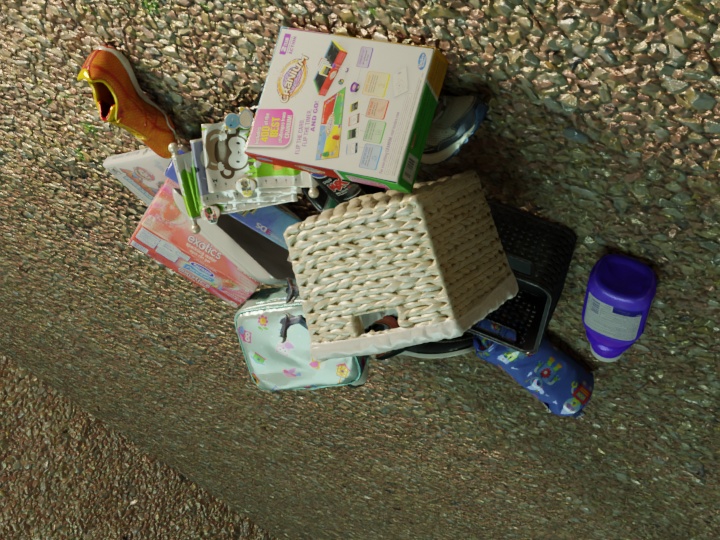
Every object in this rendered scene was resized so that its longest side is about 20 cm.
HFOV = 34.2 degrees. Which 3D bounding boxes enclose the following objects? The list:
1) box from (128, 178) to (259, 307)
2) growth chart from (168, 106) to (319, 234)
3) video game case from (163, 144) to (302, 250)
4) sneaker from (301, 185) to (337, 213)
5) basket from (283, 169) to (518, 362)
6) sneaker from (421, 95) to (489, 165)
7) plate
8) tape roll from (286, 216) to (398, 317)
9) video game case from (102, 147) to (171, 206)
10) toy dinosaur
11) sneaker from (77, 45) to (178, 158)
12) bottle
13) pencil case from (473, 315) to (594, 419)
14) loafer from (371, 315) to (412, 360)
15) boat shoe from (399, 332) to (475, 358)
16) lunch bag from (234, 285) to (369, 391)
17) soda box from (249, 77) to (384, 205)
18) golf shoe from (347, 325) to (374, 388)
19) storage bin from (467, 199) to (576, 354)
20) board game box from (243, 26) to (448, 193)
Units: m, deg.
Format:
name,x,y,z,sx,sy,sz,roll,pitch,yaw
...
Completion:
name,x,y,z,sx,sy,sz,roll,pitch,yaw
box,-0.240,-0.042,1.794,0.199,0.095,0.103,31,155,-11
growth chart,-0.149,-0.136,1.504,0.198,0.018,0.146,-14,112,13
video game case,-0.174,-0.104,1.631,0.199,0.046,0.181,31,-176,-10
sneaker,-0.008,-0.075,1.578,0.199,0.075,0.087,32,160,-13
basket,0.048,-0.009,1.351,0.197,0.200,0.162,-12,98,29
sneaker,0.059,-0.169,1.323,0.085,0.077,0.199,44,150,-25
plate,-0.165,-0.039,1.666,0.200,0.032,0.199,41,-171,13
tape roll,0.000,0.000,1.636,0.201,0.071,0.202,26,176,2
video game case,-0.283,-0.118,1.829,0.181,0.024,0.200,-3,141,48
toy dinosaur,-0.019,0.072,1.596,0.180,0.106,0.200,8,171,-18
sneaker,-0.322,-0.218,1.608,0.073,0.077,0.200,11,150,40
bottle,0.326,0.055,1.496,0.083,0.066,0.200,20,155,16
pencil case,0.252,0.137,1.710,0.200,0.087,0.078,37,-173,-19
loafer,0.065,0.081,1.741,0.068,0.070,0.201,42,135,-3
boat shoe,0.100,0.102,1.824,0.074,0.061,0.199,-10,-175,-42
lunch bag,-0.085,0.097,1.784,0.198,0.077,0.162,-8,111,23
soda box,-0.044,-0.162,1.441,0.063,0.071,0.200,-3,142,42
golf shoe,-0.007,0.098,1.839,0.094,0.078,0.201,-1,117,29
storage bin,0.191,0.011,1.516,0.134,0.094,0.200,21,156,12
board game box,-0.017,-0.179,1.283,0.199,0.154,0.040,14,175,28
